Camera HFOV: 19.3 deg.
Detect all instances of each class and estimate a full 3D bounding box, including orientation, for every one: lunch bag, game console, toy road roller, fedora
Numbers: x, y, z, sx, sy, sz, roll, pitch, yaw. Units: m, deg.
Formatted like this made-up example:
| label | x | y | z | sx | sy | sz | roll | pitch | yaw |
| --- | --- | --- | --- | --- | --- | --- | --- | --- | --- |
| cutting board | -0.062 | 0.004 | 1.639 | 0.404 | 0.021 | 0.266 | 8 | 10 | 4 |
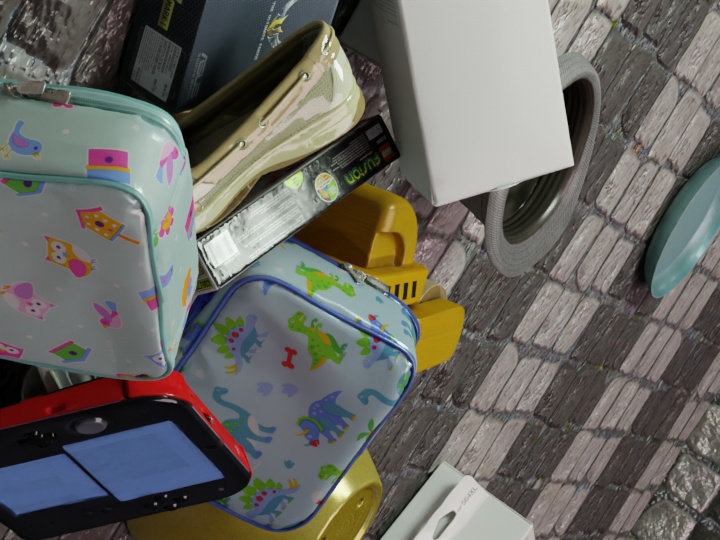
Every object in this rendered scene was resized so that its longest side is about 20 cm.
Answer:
| label | x | y | z | sx | sy | sz | roll | pitch | yaw |
| --- | --- | --- | --- | --- | --- | --- | --- | --- | --- |
| lunch bag | -0.063 | 0.077 | 1.505 | 0.200 | 0.160 | 0.083 | -55 | -165 | 28 |
| game console | -0.175 | 0.126 | 1.385 | 0.176 | 0.031 | 0.200 | -18 | 153 | 6 |
| toy road roller | 0.000 | 0.000 | 1.629 | 0.200 | 0.123 | 0.146 | -10 | 119 | -62 |
| fedora | 0.126 | -0.103 | 1.794 | 0.177 | 0.090 | 0.200 | -42 | 148 | -39 |
| lunch bag | -0.173 | -0.025 | 1.151 | 0.200 | 0.160 | 0.077 | 89 | 13 | -55 |

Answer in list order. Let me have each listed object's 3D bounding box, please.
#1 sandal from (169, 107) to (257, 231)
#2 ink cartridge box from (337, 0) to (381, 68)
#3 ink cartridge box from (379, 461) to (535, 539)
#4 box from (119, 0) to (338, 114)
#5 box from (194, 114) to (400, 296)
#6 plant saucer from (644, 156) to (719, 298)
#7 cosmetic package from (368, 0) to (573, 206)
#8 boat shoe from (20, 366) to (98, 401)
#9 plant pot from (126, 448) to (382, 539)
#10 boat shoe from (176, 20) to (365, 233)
| label | x | y | z | sx | sy | sz | roll | pitch | yaw |
| --- | --- | --- | --- | --- | --- | --- | --- | --- | --- |
| sandal | -0.100 | -0.082 | 1.366 | 0.200 | 0.054 | 0.081 | -41 | 118 | -41 |
| ink cartridge box | 0.094 | -0.224 | 1.555 | 0.200 | 0.084 | 0.175 | -61 | 159 | 9 |
| ink cartridge box | 0.106 | 0.313 | 2.311 | 0.129 | 0.125 | 0.200 | -51 | 159 | -15 |
| box | -0.058 | -0.206 | 1.285 | 0.158 | 0.051 | 0.200 | -29 | 147 | -51 |
| box | -0.073 | -0.038 | 1.431 | 0.110 | 0.035 | 0.200 | -15 | -163 | 47 |
| plant saucer | 0.399 | -0.059 | 2.565 | 0.200 | 0.027 | 0.200 | -46 | 157 | -26 |
| cosmetic package | 0.069 | -0.158 | 1.425 | 0.107 | 0.085 | 0.201 | -15 | 113 | -12 |
| boat shoe | -0.192 | 0.075 | 1.396 | 0.067 | 0.074 | 0.200 | -17 | 149 | -15 |
| plant pot | -0.067 | 0.170 | 1.686 | 0.200 | 0.142 | 0.200 | -47 | 157 | -27 |
| boat shoe | -0.093 | -0.076 | 1.260 | 0.200 | 0.073 | 0.063 | -30 | 127 | -8 |
